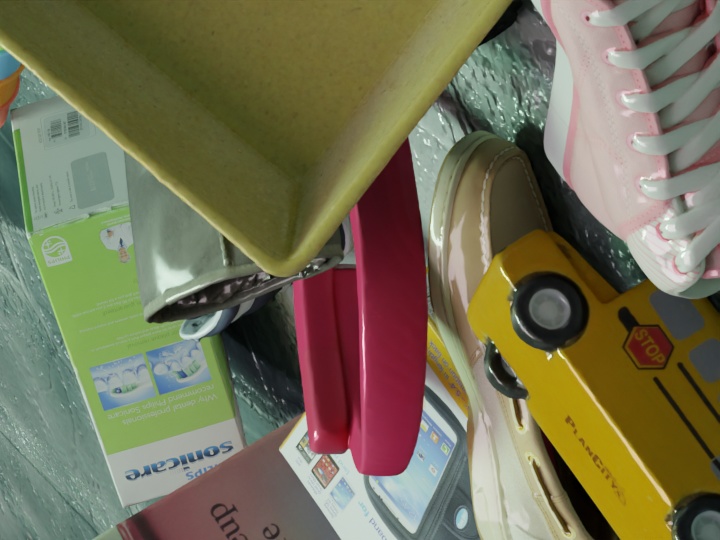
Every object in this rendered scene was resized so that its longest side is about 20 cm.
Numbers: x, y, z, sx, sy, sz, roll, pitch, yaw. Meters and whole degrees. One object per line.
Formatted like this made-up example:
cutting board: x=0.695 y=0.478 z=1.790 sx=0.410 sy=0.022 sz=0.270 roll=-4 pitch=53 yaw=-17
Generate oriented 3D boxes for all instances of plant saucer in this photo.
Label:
plant saucer: x=-0.037 y=-0.135 z=0.921 sx=0.200 sy=0.200 sz=0.048 roll=40 pitch=-172 yaw=7

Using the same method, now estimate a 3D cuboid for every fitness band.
fitness band: x=0.000 y=0.000 z=1.112 sx=0.144 sy=0.037 sz=0.201 roll=104 pitch=163 yaw=-46

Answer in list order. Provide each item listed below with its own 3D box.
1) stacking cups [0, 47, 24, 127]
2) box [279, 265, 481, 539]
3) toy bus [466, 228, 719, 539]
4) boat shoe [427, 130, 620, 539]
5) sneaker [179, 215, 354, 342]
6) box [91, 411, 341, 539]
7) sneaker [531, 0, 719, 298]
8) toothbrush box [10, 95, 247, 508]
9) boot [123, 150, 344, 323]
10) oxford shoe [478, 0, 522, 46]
stacking cups: x=-0.206 y=-0.128 z=1.337 sx=0.061 sy=0.060 sz=0.200 roll=54 pitch=154 yaw=14
box: x=0.029 y=0.095 z=1.222 sx=0.119 sy=0.041 sz=0.200 roll=54 pitch=142 yaw=15
toy bus: x=0.127 y=0.070 z=0.970 sx=0.201 sy=0.078 sz=0.065 roll=55 pitch=160 yaw=15
boat shoe: x=0.081 y=0.036 z=1.059 sx=0.069 sy=0.074 sz=0.202 roll=6 pitch=118 yaw=37
sneaker: x=-0.074 y=-0.012 z=1.285 sx=0.071 sy=0.108 sz=0.200 roll=63 pitch=159 yaw=-6
box: x=-0.051 y=0.173 z=1.345 sx=0.128 sy=0.199 sz=0.109 roll=54 pitch=158 yaw=14
sneaker: x=0.112 y=-0.063 z=0.834 sx=0.105 sy=0.075 sz=0.201 roll=54 pitch=166 yaw=28
toothbrush box: x=-0.134 y=0.011 z=1.425 sx=0.146 sy=0.085 sz=0.201 roll=-108 pitch=2 yaw=-55
boot: x=-0.041 y=-0.098 z=0.978 sx=0.181 sy=0.072 sz=0.202 roll=-29 pitch=63 yaw=39
oxford shoe: x=-0.001 y=-0.121 z=1.030 sx=0.200 sy=0.072 sz=0.085 roll=8 pitch=118 yaw=62
